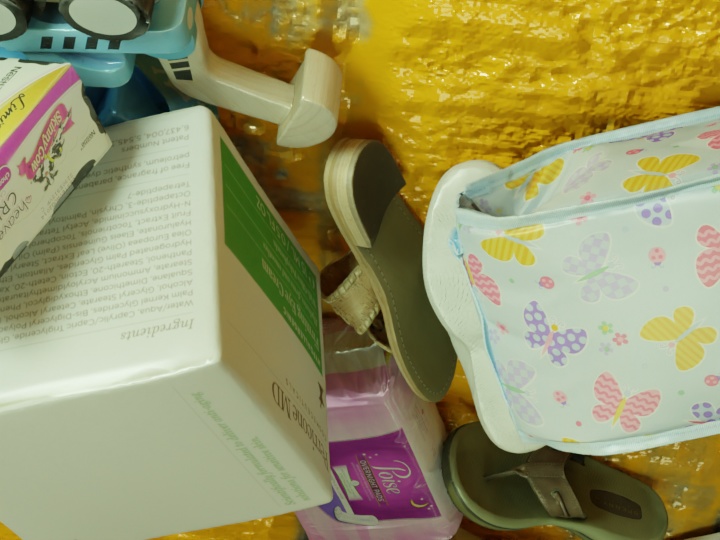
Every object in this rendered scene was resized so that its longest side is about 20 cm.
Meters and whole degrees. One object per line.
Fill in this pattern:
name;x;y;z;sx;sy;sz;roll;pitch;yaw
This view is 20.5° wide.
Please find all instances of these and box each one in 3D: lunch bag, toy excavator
lunch bag;0.165;0.006;1.170;0.200;0.127;0.170;-15;111;13
toy excavator;-0.115;-0.138;1.097;0.194;0.100;0.200;2;154;8

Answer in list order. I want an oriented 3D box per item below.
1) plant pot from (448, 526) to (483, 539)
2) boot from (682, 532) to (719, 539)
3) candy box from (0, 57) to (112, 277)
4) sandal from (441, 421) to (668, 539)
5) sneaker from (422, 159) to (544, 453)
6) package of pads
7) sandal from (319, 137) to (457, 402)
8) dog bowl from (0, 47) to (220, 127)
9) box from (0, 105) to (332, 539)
plant pot;0.092;0.295;1.542;0.183;0.201;0.200;38;132;-20
boot;0.324;0.232;1.521;0.200;0.073;0.090;-14;145;35
candy box;-0.253;-0.055;1.071;0.200;0.136;0.061;9;139;33
sandal;0.144;0.149;1.426;0.201;0.080;0.057;15;146;-27
sneaker;0.079;0.014;1.272;0.075;0.089;0.200;-13;116;-1
package of pads;-0.005;0.113;1.398;0.120;0.076;0.200;-5;140;16
sandal;0.002;-0.004;1.270;0.070;0.078;0.212;8;140;30
dog bowl;-0.168;-0.097;1.176;0.200;0.050;0.111;27;137;-26
box;-0.140;0.042;1.161;0.200;0.172;0.199;-12;148;13
